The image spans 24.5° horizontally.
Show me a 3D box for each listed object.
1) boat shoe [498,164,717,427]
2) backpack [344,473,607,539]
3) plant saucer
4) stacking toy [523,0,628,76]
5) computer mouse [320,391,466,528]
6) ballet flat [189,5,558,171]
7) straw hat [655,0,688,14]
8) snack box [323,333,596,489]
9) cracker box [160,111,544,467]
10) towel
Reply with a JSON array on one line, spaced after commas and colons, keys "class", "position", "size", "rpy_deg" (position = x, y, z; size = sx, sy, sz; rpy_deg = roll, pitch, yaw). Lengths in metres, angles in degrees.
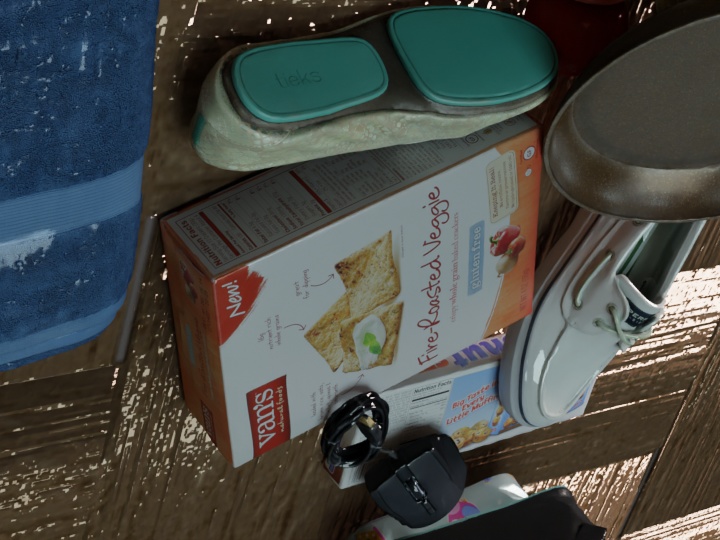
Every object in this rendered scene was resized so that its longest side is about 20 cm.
[{"class": "boat shoe", "position": [0.146, 0.010, 0.970], "size": [0.073, 0.067, 0.202], "rpy_deg": [10, 108, -41]}, {"class": "backpack", "position": [0.071, 0.243, 1.063], "size": [0.174, 0.153, 0.202], "rpy_deg": [-17, 125, -27]}, {"class": "plant saucer", "position": [0.189, -0.087, 0.846], "size": [0.197, 0.032, 0.201], "rpy_deg": [-6, 152, -3]}, {"class": "stacking toy", "position": [0.123, -0.180, 0.796], "size": [0.085, 0.085, 0.201], "rpy_deg": [-20, 141, -27]}, {"class": "computer mouse", "position": [0.023, 0.112, 0.940], "size": [0.058, 0.034, 0.200], "rpy_deg": [-32, 155, 6]}, {"class": "ballet flat", "position": [0.005, -0.087, 0.796], "size": [0.198, 0.068, 0.062], "rpy_deg": [-9, 158, -32]}, {"class": "straw hat", "position": [0.217, -0.195, 0.797], "size": [0.198, 0.086, 0.202], "rpy_deg": [-11, 150, -6]}, {"class": "snack box", "position": [0.069, 0.077, 1.017], "size": [0.198, 0.024, 0.073], "rpy_deg": [-12, 131, -35]}, {"class": "cracker box", "position": [0.000, 0.000, 0.857], "size": [0.198, 0.058, 0.135], "rpy_deg": [-25, 138, -22]}, {"class": "towel", "position": [-0.139, -0.045, 0.699], "size": [0.111, 0.049, 0.202], "rpy_deg": [-16, 133, -33]}]
